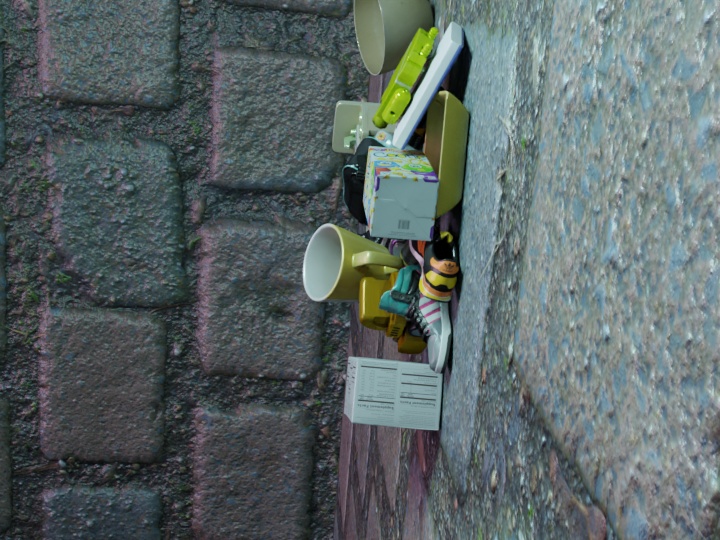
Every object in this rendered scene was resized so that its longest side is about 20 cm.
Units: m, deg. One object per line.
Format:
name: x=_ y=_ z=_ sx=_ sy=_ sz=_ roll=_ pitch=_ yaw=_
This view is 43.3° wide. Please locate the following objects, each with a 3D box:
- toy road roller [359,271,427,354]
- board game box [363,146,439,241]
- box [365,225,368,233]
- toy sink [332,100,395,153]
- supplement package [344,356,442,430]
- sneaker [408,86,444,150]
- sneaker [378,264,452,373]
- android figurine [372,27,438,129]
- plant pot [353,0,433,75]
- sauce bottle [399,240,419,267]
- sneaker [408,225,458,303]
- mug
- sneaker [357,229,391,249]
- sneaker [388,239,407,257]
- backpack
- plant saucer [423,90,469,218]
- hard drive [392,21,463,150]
toy road roller: x=0.065 y=0.071 z=1.685 sx=0.200 sy=0.143 sz=0.125 roll=106 pitch=167 yaw=-69
board game box: x=0.064 y=-0.133 z=1.525 sx=0.200 sy=0.103 sz=0.105 roll=-101 pitch=16 yaw=-69
box: x=0.040 y=-0.086 z=2.002 sx=0.137 sy=0.039 sz=0.203 roll=27 pitch=-108 yaw=-80
toy sink: x=0.040 y=-0.274 z=1.944 sx=0.113 sy=0.196 sz=0.132 roll=-91 pitch=7 yaw=-47
supplement package: x=0.056 y=0.218 z=1.631 sx=0.200 sy=0.153 sz=0.113 roll=142 pitch=133 yaw=-84
sneaker: x=0.117 y=-0.309 z=1.728 sx=0.201 sy=0.069 sz=0.091 roll=114 pitch=175 yaw=-61
sneaker: x=0.090 y=0.075 z=1.527 sx=0.084 sy=0.119 sz=0.203 roll=102 pitch=171 yaw=-59
android figurine: x=0.082 y=-0.346 z=1.611 sx=0.200 sy=0.041 sz=0.183 roll=-54 pitch=12 yaw=47
plant pot: x=0.078 y=-0.529 z=1.931 sx=0.200 sy=0.132 sz=0.204 roll=167 pitch=90 yaw=-75
sauce bottle: x=0.106 y=-0.021 z=1.761 sx=0.201 sy=0.065 sz=0.067 roll=98 pitch=173 yaw=-50
sneaker: x=0.131 y=-0.038 z=1.506 sx=0.201 sy=0.069 sz=0.091 roll=-96 pitch=21 yaw=-53
mug: x=-0.005 y=0.005 z=1.762 sx=0.187 sy=0.151 sz=0.151 roll=44 pitch=116 yaw=53
sneaker: x=0.033 y=-0.075 z=1.888 sx=0.072 sy=0.082 sz=0.203 roll=54 pitch=-123 yaw=-75
sneaker: x=0.102 y=-0.011 z=1.901 sx=0.100 sy=0.074 sz=0.202 roll=-57 pitch=-21 yaw=-46
backpack: x=0.056 y=-0.158 z=1.759 sx=0.154 sy=0.174 sz=0.201 roll=-55 pitch=-11 yaw=-28
plant saucer: x=0.143 y=-0.197 z=1.529 sx=0.200 sy=0.048 sz=0.204 roll=-113 pitch=27 yaw=-79
hard drive: x=0.116 y=-0.316 z=1.551 sx=0.201 sy=0.025 sz=0.132 roll=-59 pitch=9 yaw=27
